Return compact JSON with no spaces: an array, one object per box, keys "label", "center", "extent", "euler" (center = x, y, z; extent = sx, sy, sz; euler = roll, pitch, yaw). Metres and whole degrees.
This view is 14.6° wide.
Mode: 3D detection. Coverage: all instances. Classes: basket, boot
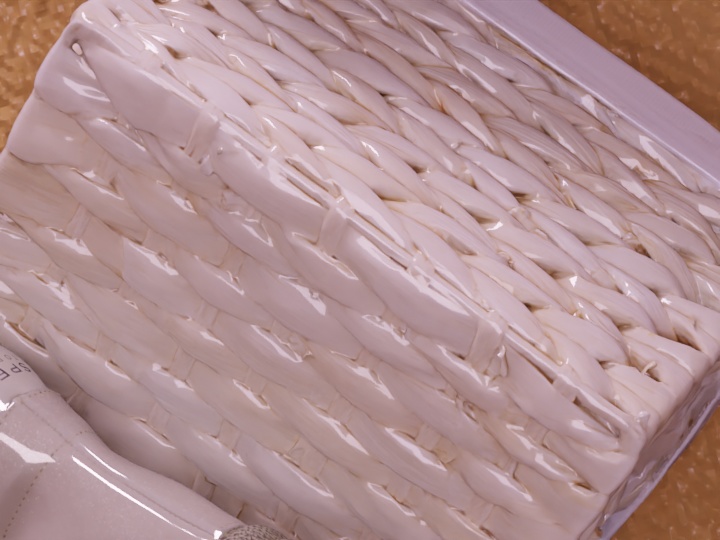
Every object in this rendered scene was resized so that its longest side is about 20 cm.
[{"label":"basket","center":[0.000,0.000,0.766],"extent":[0.200,0.123,0.136],"euler":[37,130,7]},{"label":"boot","center":[-0.067,0.117,0.767],"extent":[0.155,0.072,0.200],"euler":[28,140,24]}]
